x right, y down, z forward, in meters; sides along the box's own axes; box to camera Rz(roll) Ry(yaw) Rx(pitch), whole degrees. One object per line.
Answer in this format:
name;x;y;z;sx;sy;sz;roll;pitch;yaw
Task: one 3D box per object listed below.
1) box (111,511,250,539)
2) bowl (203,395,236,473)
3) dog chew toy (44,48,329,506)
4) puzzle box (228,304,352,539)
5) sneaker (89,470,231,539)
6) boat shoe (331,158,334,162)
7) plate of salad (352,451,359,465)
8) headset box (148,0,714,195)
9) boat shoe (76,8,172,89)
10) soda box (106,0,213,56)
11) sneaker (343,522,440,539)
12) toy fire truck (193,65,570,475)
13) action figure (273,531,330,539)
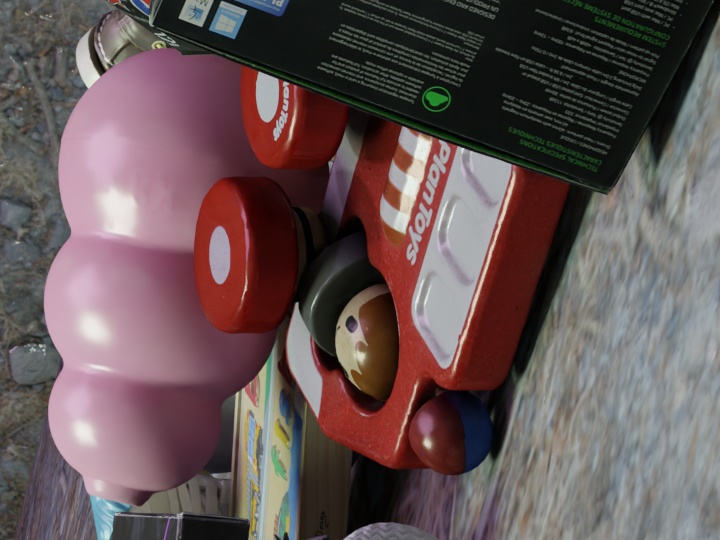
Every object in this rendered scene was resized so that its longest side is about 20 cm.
box;-0.083;0.202;1.108;0.143;0.036;0.202;166;108;-73
bowl;-0.055;0.027;1.443;0.201;0.090;0.203;-168;90;-81
dog chew toy;-0.087;0.005;1.180;0.125;0.124;0.201;162;123;-79
puzzle box;-0.035;0.098;1.257;0.133;0.025;0.201;-130;42;-66
sneaker;-0.092;0.131;1.367;0.200;0.080;0.077;56;-159;-70
boat shoe;-0.002;-0.111;1.209;0.200;0.072;0.072;-60;-10;-56
plate of salad;0.000;0.000;1.281;0.200;0.048;0.202;-168;90;-80
headset box;0.021;-0.141;0.928;0.200;0.173;0.093;-94;27;-56
boat shoe;-0.057;-0.123;1.422;0.060;0.199;0.072;-42;60;44
soda box;-0.039;-0.189;1.056;0.063;0.071;0.201;5;68;51
sneaker;-0.009;0.205;1.013;0.115;0.075;0.201;119;165;-65
toy fire truck;0.018;-0.008;1.057;0.168;0.111;0.201;-120;39;-48
action figure;-0.036;0.201;1.140;0.130;0.069;0.201;126;150;-44
